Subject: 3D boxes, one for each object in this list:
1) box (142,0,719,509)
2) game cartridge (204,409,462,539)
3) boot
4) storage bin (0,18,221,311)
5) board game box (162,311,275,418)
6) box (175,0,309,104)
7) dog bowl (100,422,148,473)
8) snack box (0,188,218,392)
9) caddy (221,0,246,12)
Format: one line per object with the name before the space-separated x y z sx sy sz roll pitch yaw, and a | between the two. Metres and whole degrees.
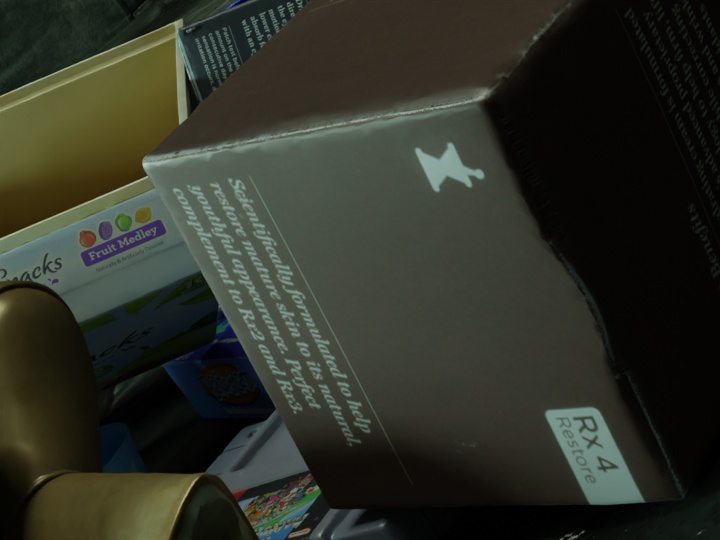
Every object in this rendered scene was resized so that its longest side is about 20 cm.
box | 0.063 -0.037 0.762 0.163 0.167 0.200 -6 30 41
game cartridge | -0.020 0.095 0.874 0.199 0.039 0.130 -22 16 46
boot | -0.103 0.089 0.837 0.066 0.177 0.200 -6 1 -30
storage bin | -0.173 -0.033 1.179 0.197 0.094 0.200 -22 29 5
board game box | 0.000 0.000 1.101 0.200 0.045 0.152 -43 14 -23
box | 0.013 -0.126 1.200 0.199 0.105 0.148 -21 0 10
dog bowl | -0.175 0.159 1.010 0.200 0.050 0.111 -45 16 -32
snack box | -0.169 0.035 0.998 0.199 0.053 0.142 -24 -14 -12
caddy | -0.075 -0.109 1.438 0.199 0.142 0.105 -35 17 3
